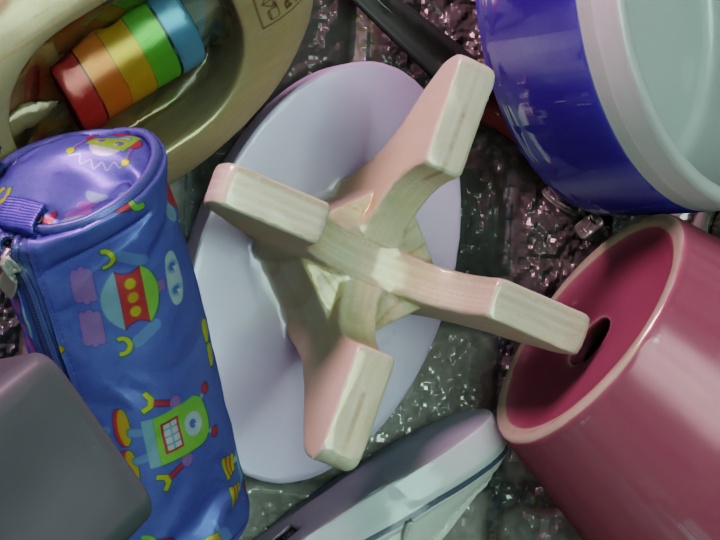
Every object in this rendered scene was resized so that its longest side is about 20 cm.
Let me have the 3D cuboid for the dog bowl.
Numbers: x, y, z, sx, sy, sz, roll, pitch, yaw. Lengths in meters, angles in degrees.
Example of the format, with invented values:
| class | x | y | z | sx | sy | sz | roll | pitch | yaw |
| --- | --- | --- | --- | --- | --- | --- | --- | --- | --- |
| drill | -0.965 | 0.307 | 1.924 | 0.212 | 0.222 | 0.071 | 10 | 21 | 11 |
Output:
| class | x | y | z | sx | sy | sz | roll | pitch | yaw |
| --- | --- | --- | --- | --- | --- | --- | --- | --- | --- |
| dog bowl | 0.140 | -0.126 | 1.109 | 0.199 | 0.078 | 0.202 | 6 | 82 | -51 |

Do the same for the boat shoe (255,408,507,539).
| class | x | y | z | sx | sy | sz | roll | pitch | yaw |
| --- | --- | --- | --- | --- | --- | --- | --- | --- | --- |
| boat shoe | -0.002 | 0.150 | 1.102 | 0.201 | 0.075 | 0.086 | -36 | 102 | -15 |

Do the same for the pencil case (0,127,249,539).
| class | x | y | z | sx | sy | sz | roll | pitch | yaw |
| --- | --- | --- | --- | --- | --- | --- | --- | --- | --- |
| pencil case | -0.104 | 0.037 | 1.021 | 0.087 | 0.078 | 0.201 | -36 | 128 | -33 |

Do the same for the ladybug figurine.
| class | x | y | z | sx | sy | sz | roll | pitch | yaw |
| --- | --- | --- | --- | --- | --- | --- | --- | --- | --- |
| ladybug figurine | -0.110 | -0.100 | 1.045 | 0.199 | 0.072 | 0.136 | -31 | 131 | -15 |

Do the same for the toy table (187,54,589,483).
| class | x | y | z | sx | sy | sz | roll | pitch | yaw |
| --- | --- | --- | --- | --- | --- | --- | --- | --- | --- |
| toy table | 0.000 | 0.000 | 1.080 | 0.182 | 0.117 | 0.202 | 10 | 86 | -21 |

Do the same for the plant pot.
| class | x | y | z | sx | sy | sz | roll | pitch | yaw |
| --- | --- | --- | --- | --- | --- | --- | --- | --- | --- |
| plant pot | 0.169 | 0.078 | 1.103 | 0.179 | 0.200 | 0.201 | 38 | 77 | -16 |

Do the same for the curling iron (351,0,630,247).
| class | x | y | z | sx | sy | sz | roll | pitch | yaw |
| --- | --- | --- | --- | --- | --- | --- | --- | --- | --- |
| curling iron | 0.061 | -0.081 | 1.141 | 0.026 | 0.050 | 0.200 | -43 | 107 | 12 |

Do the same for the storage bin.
| class | x | y | z | sx | sy | sz | roll | pitch | yaw |
| --- | --- | --- | --- | --- | --- | --- | --- | --- | --- |
| storage bin | -0.175 | 0.115 | 0.977 | 0.134 | 0.200 | 0.146 | -40 | 104 | -26 |

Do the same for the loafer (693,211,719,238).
| class | x | y | z | sx | sy | sz | roll | pitch | yaw |
| --- | --- | --- | --- | --- | --- | --- | --- | --- | --- |
| loafer | 0.253 | -0.063 | 1.207 | 0.200 | 0.063 | 0.072 | -44 | 106 | -16 |
